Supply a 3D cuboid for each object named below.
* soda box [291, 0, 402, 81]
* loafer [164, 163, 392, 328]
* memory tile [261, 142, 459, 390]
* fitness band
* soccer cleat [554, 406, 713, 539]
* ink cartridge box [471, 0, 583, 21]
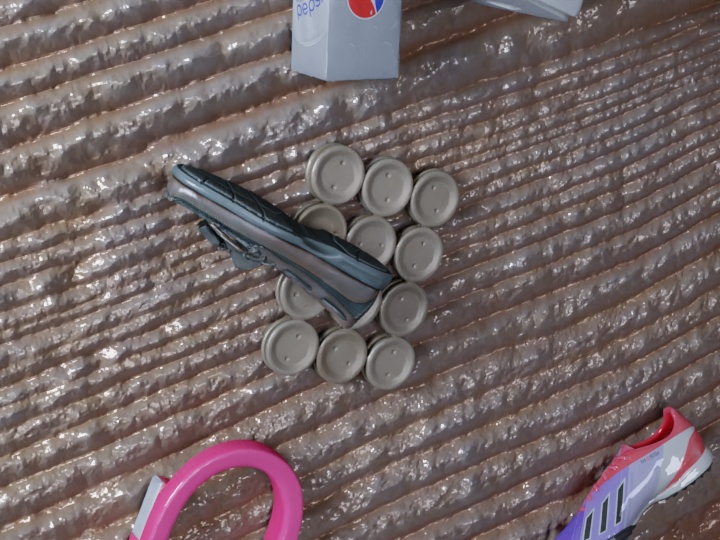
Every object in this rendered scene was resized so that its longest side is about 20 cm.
[{"bbox_3d":[-0.009,-0.248,0.951,0.068,0.063,0.202,-7,109,-28],"label":"soda box"},{"bbox_3d":[-0.069,-0.014,0.979,0.199,0.072,0.063,26,102,-22],"label":"loafer"},{"bbox_3d":[0.000,0.000,1.063,0.152,0.017,0.202,10,101,-31],"label":"memory tile"},{"bbox_3d":[-0.124,0.238,1.056,0.143,0.037,0.202,16,98,-32],"label":"fitness band"},{"bbox_3d":[0.262,0.219,1.260,0.199,0.068,0.074,-35,96,-12],"label":"soccer cleat"},{"bbox_3d":[0.129,-0.306,0.961,0.084,0.144,0.202,13,99,-31],"label":"ink cartridge box"}]
